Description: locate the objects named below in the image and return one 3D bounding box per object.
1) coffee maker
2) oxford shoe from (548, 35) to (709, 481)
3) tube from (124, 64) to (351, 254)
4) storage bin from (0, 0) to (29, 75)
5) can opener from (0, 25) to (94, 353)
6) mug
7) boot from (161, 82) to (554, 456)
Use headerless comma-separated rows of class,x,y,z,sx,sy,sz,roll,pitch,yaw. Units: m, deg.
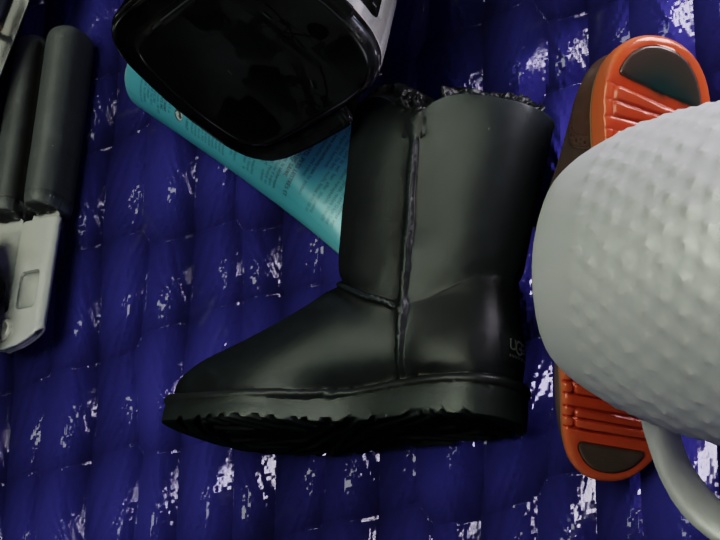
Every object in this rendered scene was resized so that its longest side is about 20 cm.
coffee maker,-0.031,-0.159,1.194,0.201,0.134,0.192,-65,2,-33
oxford shoe,0.118,-0.002,1.084,0.072,0.071,0.202,161,120,-69
tube,-0.045,-0.073,1.247,0.199,0.050,0.078,32,95,38
storage bin,-0.285,-0.135,1.376,0.145,0.134,0.201,2,70,61
can opener,-0.196,-0.051,1.338,0.053,0.067,0.202,-10,64,33
mug,0.169,0.026,0.968,0.174,0.147,0.202,2,109,31
boot,0.000,0.000,1.152,0.199,0.076,0.170,-7,68,30
